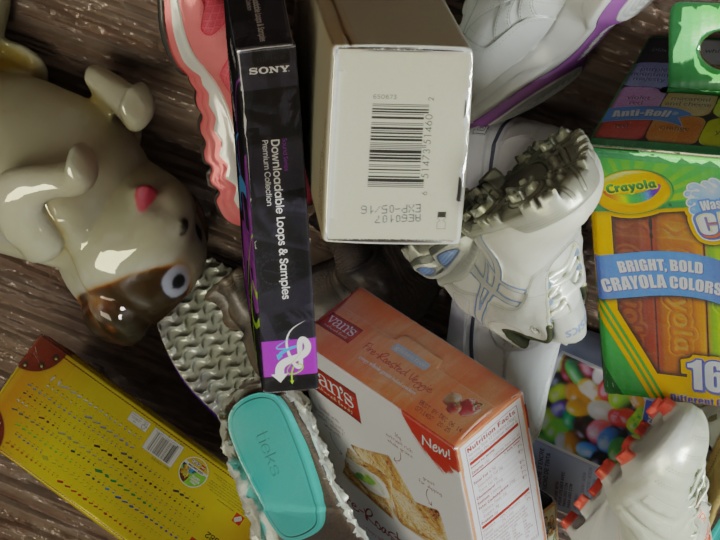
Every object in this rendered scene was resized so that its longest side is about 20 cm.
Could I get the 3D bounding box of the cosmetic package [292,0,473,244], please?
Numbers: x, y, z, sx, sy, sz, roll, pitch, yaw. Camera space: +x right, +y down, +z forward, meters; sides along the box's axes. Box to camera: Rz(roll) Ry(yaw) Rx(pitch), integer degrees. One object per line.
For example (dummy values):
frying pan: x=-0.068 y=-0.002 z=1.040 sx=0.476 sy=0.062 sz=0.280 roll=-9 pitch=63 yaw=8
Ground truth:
cosmetic package: x=0.008 y=-0.095 z=1.200 sx=0.072 sy=0.200 sz=0.104 roll=1 pitch=110 yaw=-8

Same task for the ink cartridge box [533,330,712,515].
ink cartridge box: x=0.143 y=0.096 z=1.392 sx=0.198 sy=0.042 sz=0.120 roll=17 pitch=129 yaw=17

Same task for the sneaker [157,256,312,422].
sneaker: x=-0.066 y=0.085 z=1.469 sx=0.201 sy=0.069 sz=0.100 roll=54 pitch=168 yaw=7

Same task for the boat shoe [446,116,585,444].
boat shoe: x=0.093 y=0.014 z=1.302 sx=0.066 sy=0.073 sz=0.202 roll=8 pitch=109 yaw=37

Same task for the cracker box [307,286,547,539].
cracker box: x=0.040 y=0.122 z=1.325 sx=0.134 sy=0.058 sz=0.201 roll=32 pitch=147 yaw=38

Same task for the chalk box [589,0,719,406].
chalk box: x=0.194 y=-0.043 z=1.208 sx=0.124 sy=0.124 sz=0.201 roll=6 pitch=125 yaw=23

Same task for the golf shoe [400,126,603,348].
golf shoe: x=0.095 y=-0.010 z=1.186 sx=0.097 sy=0.078 sz=0.200 roll=50 pitch=165 yaw=-2

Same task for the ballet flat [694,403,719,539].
ballet flat: x=0.200 y=0.107 z=1.307 sx=0.063 sy=0.069 sz=0.201 roll=38 pitch=129 yaw=14

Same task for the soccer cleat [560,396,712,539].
soccer cleat: x=0.164 y=0.126 z=1.244 sx=0.077 sy=0.069 sz=0.200 roll=40 pitch=160 yaw=9

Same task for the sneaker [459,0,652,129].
sneaker: x=0.091 y=-0.150 z=1.235 sx=0.100 sy=0.075 sz=0.200 roll=54 pitch=132 yaw=8

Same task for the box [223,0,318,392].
box: x=-0.050 y=-0.056 z=1.245 sx=0.036 sy=0.143 sz=0.202 roll=-4 pitch=118 yaw=-5

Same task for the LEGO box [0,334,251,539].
LEGO box: x=-0.136 y=0.134 z=1.475 sx=0.199 sy=0.077 sz=0.149 roll=35 pitch=174 yaw=7

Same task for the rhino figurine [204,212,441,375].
rhino figurine: x=0.000 y=0.000 z=1.374 sx=0.199 sy=0.060 sz=0.088 roll=-34 pitch=91 yaw=23

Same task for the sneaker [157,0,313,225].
sneaker: x=-0.056 y=-0.121 z=1.331 sx=0.086 sy=0.074 sz=0.201 roll=-6 pitch=125 yaw=15

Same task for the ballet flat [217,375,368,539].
ballet flat: x=-0.025 y=0.155 z=1.317 sx=0.071 sy=0.072 sz=0.202 roll=-18 pitch=87 yaw=35

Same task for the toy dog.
toy dog: x=-0.186 y=-0.041 z=1.397 sx=0.199 sy=0.140 sz=0.194 roll=32 pitch=132 yaw=2

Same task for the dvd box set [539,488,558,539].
dvd box set: x=0.068 y=0.193 z=1.463 sx=0.146 sy=0.029 sz=0.201 roll=29 pitch=140 yaw=37
